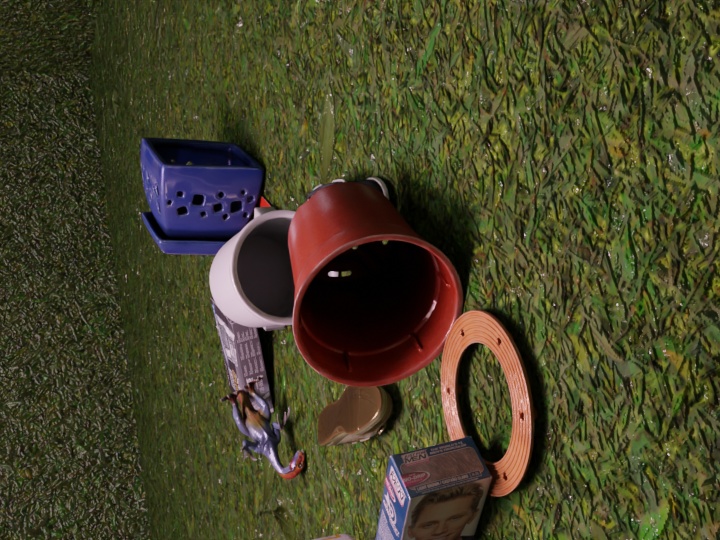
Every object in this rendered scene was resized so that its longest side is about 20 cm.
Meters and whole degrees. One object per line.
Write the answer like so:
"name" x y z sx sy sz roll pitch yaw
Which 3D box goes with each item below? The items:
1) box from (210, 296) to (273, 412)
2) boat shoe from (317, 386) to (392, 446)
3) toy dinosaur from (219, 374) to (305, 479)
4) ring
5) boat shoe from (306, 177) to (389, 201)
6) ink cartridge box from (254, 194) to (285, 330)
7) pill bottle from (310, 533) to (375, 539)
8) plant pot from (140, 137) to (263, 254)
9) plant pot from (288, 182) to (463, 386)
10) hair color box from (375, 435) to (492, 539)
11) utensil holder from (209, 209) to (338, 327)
"box" -0.226 0.160 1.934 0.158 0.049 0.202 -142 40 -62
"boat shoe" 0.002 0.207 1.428 0.201 0.063 0.074 136 138 -55
"toy dinosaur" -0.161 0.282 1.796 0.183 0.104 0.200 61 176 3
"ring" 0.139 0.143 1.106 0.200 0.019 0.203 174 90 -68
"boat shoe" -0.019 -0.089 1.398 0.200 0.060 0.077 176 90 -68
"ink cartridge box" -0.176 -0.019 1.831 0.174 0.043 0.202 -138 47 -58
"pill bottle" -0.056 0.426 1.408 0.104 0.198 0.106 175 90 -68
"plant pot" -0.307 -0.136 1.906 0.200 0.198 0.182 -139 54 -59
"plant pot" 0.000 0.000 1.222 0.196 0.198 0.203 -114 28 -57
"hair color box" 0.077 0.280 1.149 0.201 0.099 0.061 96 156 -44
"utensil holder" -0.144 0.005 1.589 0.200 0.168 0.172 164 101 -69
